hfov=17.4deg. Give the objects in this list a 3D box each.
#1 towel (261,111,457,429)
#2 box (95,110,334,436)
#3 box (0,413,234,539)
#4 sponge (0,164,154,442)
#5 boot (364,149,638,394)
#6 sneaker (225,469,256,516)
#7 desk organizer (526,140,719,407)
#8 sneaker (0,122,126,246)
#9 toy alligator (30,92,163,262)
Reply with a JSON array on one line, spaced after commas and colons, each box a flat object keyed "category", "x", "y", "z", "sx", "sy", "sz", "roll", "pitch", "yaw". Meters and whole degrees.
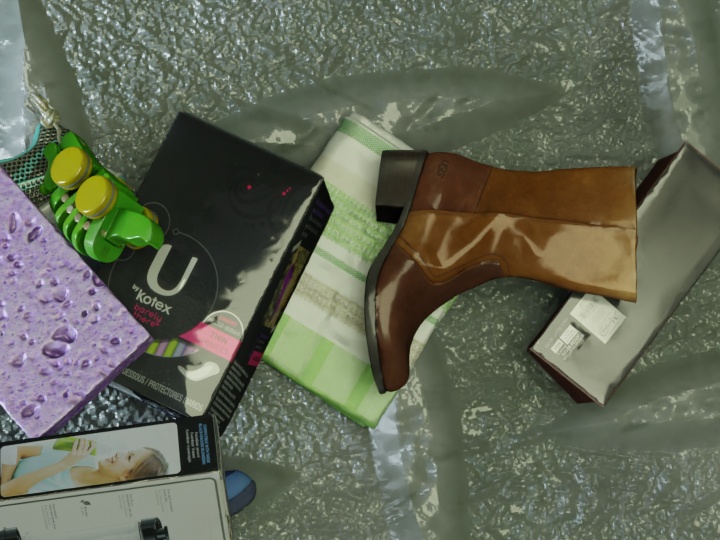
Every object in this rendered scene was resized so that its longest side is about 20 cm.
[{"category": "towel", "x": 0.000, "y": 0.000, "z": 1.796, "sx": 0.149, "sy": 0.031, "sz": 0.200, "roll": 33, "pitch": 83, "yaw": -3}, {"category": "box", "x": -0.117, "y": 0.005, "z": 1.720, "sx": 0.122, "sy": 0.106, "sz": 0.200, "roll": 24, "pitch": 81, "yaw": 9}, {"category": "box", "x": -0.189, "y": 0.172, "z": 1.634, "sx": 0.199, "sy": 0.060, "sz": 0.117, "roll": -8, "pitch": 131, "yaw": -1}, {"category": "sponge", "x": -0.250, "y": 0.013, "z": 1.661, "sx": 0.112, "sy": 0.030, "sz": 0.200, "roll": -42, "pitch": 78, "yaw": -4}, {"category": "boot", "x": 0.105, "y": 0.007, "z": 1.751, "sx": 0.199, "sy": 0.068, "sz": 0.189, "roll": 6, "pitch": 73, "yaw": 3}, {"category": "sneaker", "x": -0.175, "y": 0.170, "z": 1.727, "sx": 0.200, "sy": 0.074, "sz": 0.082, "roll": -14, "pitch": 86, "yaw": -11}, {"category": "desk organizer", "x": 0.208, "y": 0.005, "z": 1.802, "sx": 0.072, "sy": 0.077, "sz": 0.200, "roll": 38, "pitch": 81, "yaw": -4}, {"category": "sneaker", "x": -0.274, "y": -0.035, "z": 1.735, "sx": 0.200, "sy": 0.078, "sz": 0.091, "roll": -34, "pitch": 76, "yaw": -14}, {"category": "toy alligator", "x": -0.202, "y": -0.057, "z": 1.674, "sx": 0.054, "sy": 0.200, "sz": 0.059, "roll": -48, "pitch": 138, "yaw": 3}]
